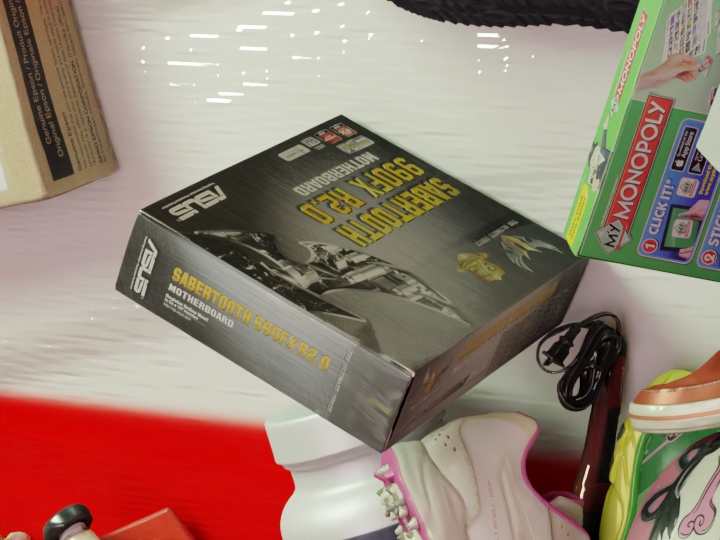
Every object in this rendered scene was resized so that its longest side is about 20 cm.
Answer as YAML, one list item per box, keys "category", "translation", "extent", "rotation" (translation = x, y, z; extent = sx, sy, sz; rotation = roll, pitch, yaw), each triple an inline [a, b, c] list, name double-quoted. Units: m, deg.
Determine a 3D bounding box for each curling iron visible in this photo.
- category: "curling iron"
  translation: [0.106, 0.119, 1.267]
  extent: [0.026, 0.050, 0.200]
  rotation: [-166, 80, -69]

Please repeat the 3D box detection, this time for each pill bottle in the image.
- category: "pill bottle"
  translation: [0.025, 0.157, 1.301]
  extent: [0.116, 0.116, 0.200]
  rotation: [-15, 96, 31]

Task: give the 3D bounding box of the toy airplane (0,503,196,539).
- category: "toy airplane"
  translation: [-0.191, 0.233, 1.424]
  extent: [0.199, 0.141, 0.200]
  rotation: [0, 71, 16]

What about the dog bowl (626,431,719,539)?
- category: "dog bowl"
  translation: [0.196, 0.161, 1.172]
  extent: [0.074, 0.200, 0.200]
  rotation: [6, 107, 45]

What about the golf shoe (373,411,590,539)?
- category: "golf shoe"
  translation: [0.086, 0.161, 1.219]
  extent: [0.091, 0.075, 0.200]
  rotation: [-28, 97, -13]

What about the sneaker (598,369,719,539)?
- category: "sneaker"
  translation: [0.161, 0.152, 1.250]
  extent: [0.084, 0.074, 0.200]
  rotation: [16, 110, 28]

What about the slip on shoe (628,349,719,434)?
- category: "slip on shoe"
  translation: [0.216, 0.026, 1.169]
  extent: [0.200, 0.074, 0.061]
  rotation: [-25, 85, 10]

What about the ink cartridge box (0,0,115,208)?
- category: "ink cartridge box"
  translation: [-0.254, -0.108, 1.404]
  extent: [0.200, 0.075, 0.165]
  rotation: [-12, 99, 31]

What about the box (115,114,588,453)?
- category: "box"
  translation: [0.000, 0.000, 1.222]
  extent: [0.158, 0.200, 0.048]
  rotation: [30, 119, 19]

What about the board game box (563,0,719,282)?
- category: "board game box"
  translation: [0.187, -0.088, 1.154]
  extent: [0.135, 0.029, 0.200]
  rotation: [11, 113, -14]

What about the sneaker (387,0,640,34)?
- category: "sneaker"
  translation: [0.111, -0.161, 1.201]
  extent: [0.200, 0.070, 0.082]
  rotation: [6, 78, 16]

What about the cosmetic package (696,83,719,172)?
- category: "cosmetic package"
  translation: [0.260, -0.066, 1.084]
  extent: [0.200, 0.081, 0.113]
  rotation: [17, 101, -1]
